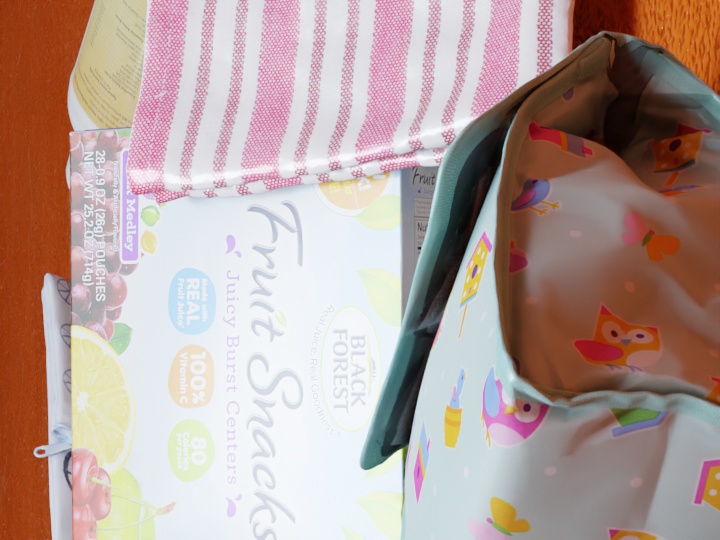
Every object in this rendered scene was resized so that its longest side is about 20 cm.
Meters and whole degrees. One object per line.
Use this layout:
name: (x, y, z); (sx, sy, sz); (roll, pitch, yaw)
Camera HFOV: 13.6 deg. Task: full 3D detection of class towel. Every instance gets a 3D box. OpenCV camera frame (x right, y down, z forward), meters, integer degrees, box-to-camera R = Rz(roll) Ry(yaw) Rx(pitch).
towel: (-0.005, -0.108, 1.195); (0.030, 0.199, 0.147); (26, -119, -56)

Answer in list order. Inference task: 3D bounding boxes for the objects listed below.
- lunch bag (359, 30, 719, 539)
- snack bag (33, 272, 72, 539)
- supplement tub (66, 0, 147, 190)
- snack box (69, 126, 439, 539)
lunch bag: (0.071, 0.038, 1.007); (0.201, 0.121, 0.171); (-92, 13, -50)
snack bag: (-0.093, 0.113, 1.603); (0.021, 0.188, 0.201); (-35, 45, 35)
supplement tub: (-0.068, -0.118, 1.554); (0.145, 0.144, 0.201); (-104, 29, -53)
snack box: (-0.037, 0.039, 1.250); (0.068, 0.168, 0.201); (0, -91, -59)
